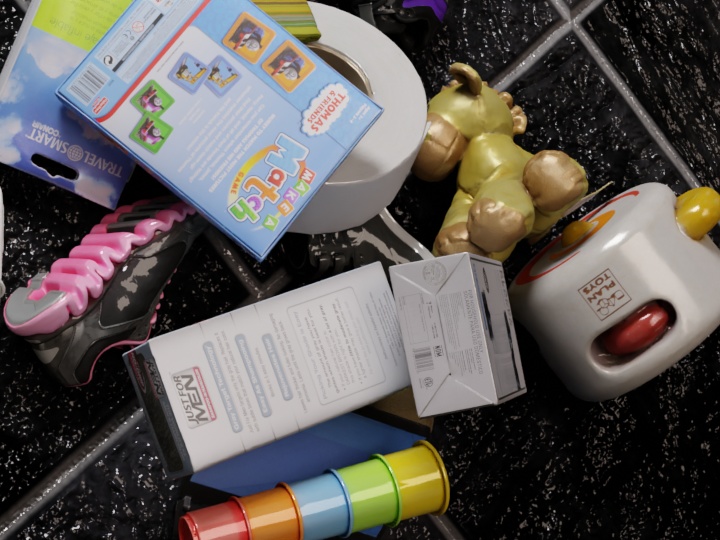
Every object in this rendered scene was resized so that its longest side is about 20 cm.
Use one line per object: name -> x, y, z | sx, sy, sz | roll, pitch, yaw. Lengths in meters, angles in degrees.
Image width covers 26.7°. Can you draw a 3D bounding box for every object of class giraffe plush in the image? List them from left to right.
giraffe plush -> 0.109, -0.097, 1.351 | 0.200, 0.173, 0.162 | -31, 81, -40

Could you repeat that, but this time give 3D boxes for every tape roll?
tape roll -> -0.047, -0.129, 1.265 | 0.202, 0.071, 0.202 | 9, 52, -12

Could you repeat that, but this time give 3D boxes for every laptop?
laptop -> -0.045, 0.201, 1.148 | 0.177, 0.103, 0.200 | 20, 49, -21

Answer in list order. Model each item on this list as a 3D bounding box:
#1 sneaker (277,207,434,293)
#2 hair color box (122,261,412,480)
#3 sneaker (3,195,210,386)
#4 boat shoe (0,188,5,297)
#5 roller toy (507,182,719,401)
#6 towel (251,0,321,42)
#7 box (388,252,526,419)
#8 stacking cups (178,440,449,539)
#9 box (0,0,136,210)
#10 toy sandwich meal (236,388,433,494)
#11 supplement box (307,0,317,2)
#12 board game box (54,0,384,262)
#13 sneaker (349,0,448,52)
sneaker -> 0.000, 0.000, 1.295 | 0.099, 0.071, 0.200 | -38, 90, -34
hair color box -> -0.062, 0.072, 1.119 | 0.200, 0.061, 0.099 | -19, 87, -30
sneaker -> -0.183, 0.015, 1.181 | 0.200, 0.079, 0.095 | -42, 119, -34
boat shoe -> -0.287, 0.020, 1.091 | 0.075, 0.086, 0.202 | 18, 64, -26
roller toy -> 0.230, 0.013, 1.359 | 0.182, 0.200, 0.140 | -42, 97, -29
towel -> -0.102, -0.273, 1.270 | 0.086, 0.018, 0.200 | -7, 67, -40
box -> 0.079, 0.049, 1.176 | 0.200, 0.060, 0.117 | 14, 65, -78
stacking cups -> -0.033, 0.175, 1.118 | 0.200, 0.061, 0.061 | -11, 80, -27
box -> -0.210, -0.163, 1.191 | 0.122, 0.048, 0.200 | 23, 89, -23
toy sandwich meal -> -0.027, 0.108, 1.233 | 0.205, 0.070, 0.205 | -5, 102, -22
supplement box -> -0.135, -0.271, 1.306 | 0.200, 0.061, 0.109 | -12, 80, -35
board game box -> -0.106, -0.126, 1.159 | 0.200, 0.037, 0.151 | 39, 82, 0
sneaker -> 0.015, -0.262, 1.365 | 0.200, 0.070, 0.100 | 32, 67, -46
